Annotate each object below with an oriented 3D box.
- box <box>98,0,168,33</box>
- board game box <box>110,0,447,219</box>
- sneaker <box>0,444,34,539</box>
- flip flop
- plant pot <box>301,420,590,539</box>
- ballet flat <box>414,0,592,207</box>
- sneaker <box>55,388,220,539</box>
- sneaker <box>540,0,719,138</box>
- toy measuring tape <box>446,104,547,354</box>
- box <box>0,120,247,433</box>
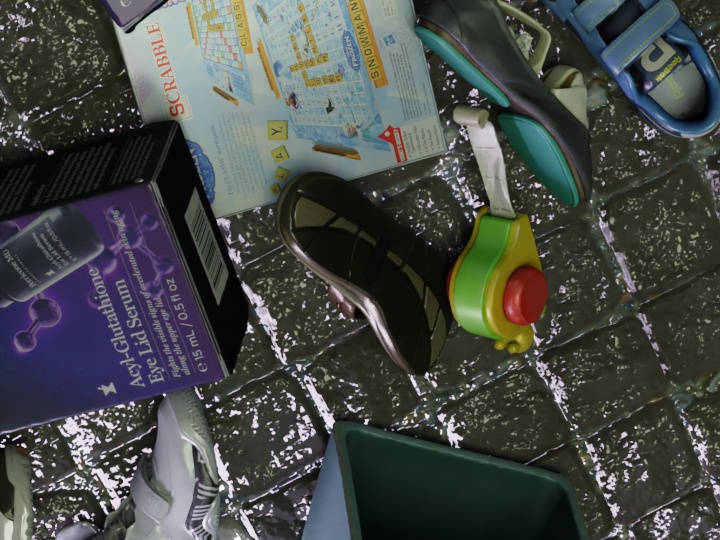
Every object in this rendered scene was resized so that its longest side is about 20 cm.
[{"bbox_3d":[-0.146,-0.269,1.252,0.148,0.104,0.201,-37,100,1],"label":"box"},{"bbox_3d":[-0.059,-0.148,1.375,0.198,0.041,0.202,-16,113,-3],"label":"board game box"},{"bbox_3d":[-0.286,0.215,1.458,0.087,0.076,0.202,12,108,-14],"label":"sneaker"},{"bbox_3d":[0.000,0.000,1.430,0.200,0.057,0.082,41,67,-38],"label":"flip flop"},{"bbox_3d":[0.045,0.261,1.482,0.195,0.196,0.201,15,118,-15],"label":"plant pot"},{"bbox_3d":[0.115,-0.126,1.396,0.073,0.073,0.200,-40,124,7],"label":"ballet flat"},{"bbox_3d":[-0.160,0.179,1.466,0.114,0.075,0.202,-5,115,-11],"label":"sneaker"},{"bbox_3d":[0.183,-0.168,1.389,0.074,0.082,0.200,-42,110,9],"label":"sneaker"},{"bbox_3d":[0.085,-0.016,1.424,0.073,0.074,0.201,-20,125,-2],"label":"toy measuring tape"},{"bbox_3d":[-0.193,0.008,1.348,0.198,0.105,0.149,-16,114,12],"label":"box"}]
